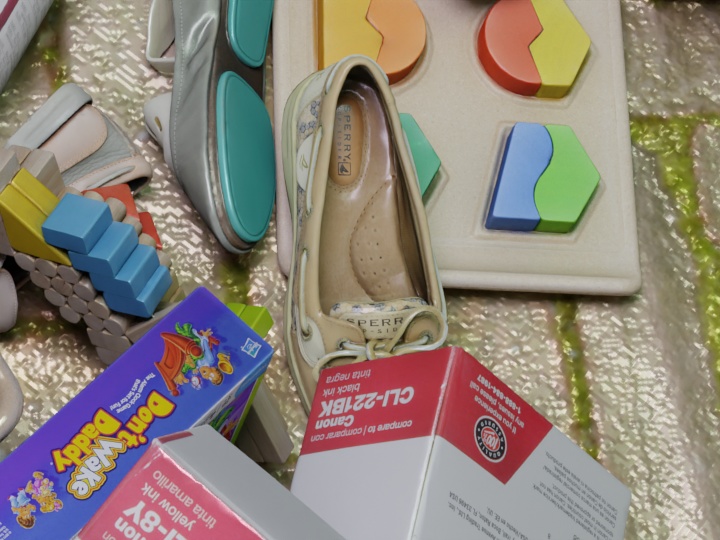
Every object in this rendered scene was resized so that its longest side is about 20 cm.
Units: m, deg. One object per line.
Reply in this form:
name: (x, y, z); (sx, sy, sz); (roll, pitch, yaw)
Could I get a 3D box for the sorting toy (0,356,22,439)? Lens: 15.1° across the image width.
sorting toy: (-0.249, 0.038, 1.175); (0.200, 0.185, 0.036); (57, 22, 19)

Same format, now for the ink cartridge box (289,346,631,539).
ink cartridge box: (0.032, 0.157, 1.176); (0.144, 0.084, 0.201); (40, 52, -39)

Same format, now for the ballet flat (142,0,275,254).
ballet flat: (-0.076, -0.092, 1.334); (0.064, 0.067, 0.201); (-12, 60, 23)

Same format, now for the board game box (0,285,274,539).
board game box: (-0.129, 0.111, 1.155); (0.045, 0.135, 0.200); (40, 58, 10)

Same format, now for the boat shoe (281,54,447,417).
boat shoe: (0.000, 0.000, 1.274); (0.073, 0.063, 0.201); (-9, 85, -13)

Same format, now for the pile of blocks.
pile of blocks: (-0.095, 0.002, 1.231); (0.200, 0.082, 0.062); (46, 53, -19)

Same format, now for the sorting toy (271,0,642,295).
sorting toy: (0.048, -0.082, 1.365); (0.184, 0.036, 0.201); (3, 63, -11)

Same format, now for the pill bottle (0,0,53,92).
pill bottle: (-0.212, -0.120, 1.283); (0.109, 0.110, 0.200); (25, 61, 1)

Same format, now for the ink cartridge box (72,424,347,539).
ink cartridge box: (-0.103, 0.164, 1.065); (0.083, 0.145, 0.200); (39, 92, 4)

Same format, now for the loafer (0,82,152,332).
loafer: (-0.170, -0.005, 1.261); (0.063, 0.072, 0.200); (38, 59, -1)
